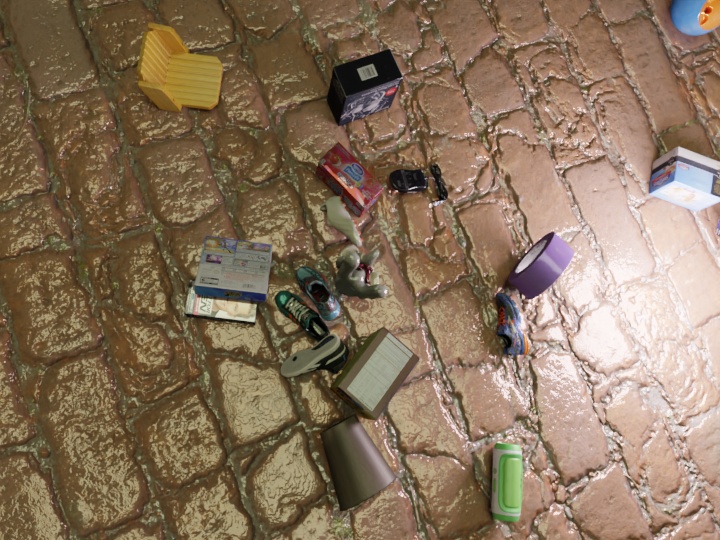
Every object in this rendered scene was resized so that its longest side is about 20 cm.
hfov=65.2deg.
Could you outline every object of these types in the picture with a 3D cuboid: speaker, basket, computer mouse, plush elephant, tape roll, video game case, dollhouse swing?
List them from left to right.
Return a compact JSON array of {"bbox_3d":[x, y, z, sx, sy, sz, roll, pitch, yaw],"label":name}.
[{"bbox_3d":[-0.526,-0.596,1.666,0.171,0.182,0.206,2,76,11],"label":"dollhouse swing"},{"bbox_3d":[-0.353,-0.005,1.586,0.194,0.046,0.184,7,49,-9],"label":"video game case"},{"bbox_3d":[-0.021,0.512,1.533,0.177,0.136,0.203,-24,79,-18],"label":"basket"},{"bbox_3d":[0.000,0.000,1.642,0.164,0.199,0.156,42,51,-12],"label":"plush elephant"},{"bbox_3d":[0.182,-0.256,1.782,0.196,0.046,0.144,-14,77,-25],"label":"computer mouse"},{"bbox_3d":[0.420,0.604,1.616,0.086,0.088,0.206,7,76,-9],"label":"speaker"},{"bbox_3d":[0.548,-0.015,1.715,0.085,0.200,0.201,40,74,1],"label":"tape roll"}]

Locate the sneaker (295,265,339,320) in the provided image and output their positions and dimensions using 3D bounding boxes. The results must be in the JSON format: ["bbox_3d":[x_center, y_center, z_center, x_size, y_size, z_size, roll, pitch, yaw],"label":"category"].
[{"bbox_3d":[-0.125,0.044,1.603,0.079,0.096,0.200,-35,56,-11],"label":"sneaker"}]

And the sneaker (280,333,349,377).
[{"bbox_3d":[-0.120,0.269,1.596,0.197,0.112,0.074,-29,40,12],"label":"sneaker"}]

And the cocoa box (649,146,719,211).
[{"bbox_3d":[1.115,-0.307,1.919,0.195,0.133,0.134,18,76,-6],"label":"cocoa box"}]

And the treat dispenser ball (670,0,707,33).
[{"bbox_3d":[1.239,-0.967,2.051,0.195,0.201,0.207,2,77,-10],"label":"treat dispenser ball"}]

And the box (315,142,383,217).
[{"bbox_3d":[-0.035,-0.274,1.714,0.200,0.100,0.096,45,74,2],"label":"box"}]

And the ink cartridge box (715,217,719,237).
[{"bbox_3d":[1.252,-0.211,1.903,0.040,0.201,0.201,26,66,36],"label":"ink cartridge box"}]

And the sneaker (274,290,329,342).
[{"bbox_3d":[-0.162,0.126,1.612,0.199,0.080,0.072,40,74,0],"label":"sneaker"}]

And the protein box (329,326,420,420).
[{"bbox_3d":[0.035,0.286,1.553,0.134,0.199,0.201,39,74,0],"label":"protein box"}]

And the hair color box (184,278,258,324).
[{"bbox_3d":[-0.387,0.089,1.590,0.195,0.061,0.103,7,77,-9],"label":"hair color box"}]

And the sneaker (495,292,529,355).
[{"bbox_3d":[0.452,0.166,1.725,0.077,0.075,0.205,-16,79,-10],"label":"sneaker"}]

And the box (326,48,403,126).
[{"bbox_3d":[0.010,-0.563,1.743,0.196,0.182,0.106,-23,83,-14],"label":"box"}]

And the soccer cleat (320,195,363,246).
[{"bbox_3d":[-0.055,-0.138,1.680,0.076,0.070,0.202,-27,57,-3],"label":"soccer cleat"}]
